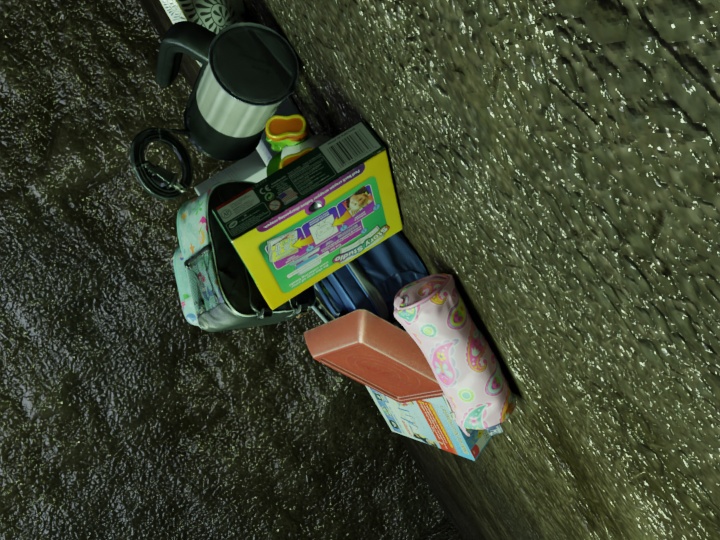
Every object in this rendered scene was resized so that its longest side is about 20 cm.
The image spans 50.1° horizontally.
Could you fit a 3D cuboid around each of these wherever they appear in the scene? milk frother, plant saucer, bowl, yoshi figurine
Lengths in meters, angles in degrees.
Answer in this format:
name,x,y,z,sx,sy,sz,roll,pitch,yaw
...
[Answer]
name,x,y,z,sx,sy,sz,roll,pitch,yaw
milk frother,-0.199,-0.203,1.022,0.188,0.180,0.201,146,134,-64
plant saucer,0.035,0.129,1.061,0.199,0.037,0.200,30,155,-18
bowl,-0.229,-0.392,1.116,0.201,0.094,0.201,57,173,11
yoshi figurine,-0.095,-0.146,1.072,0.112,0.113,0.200,28,177,6

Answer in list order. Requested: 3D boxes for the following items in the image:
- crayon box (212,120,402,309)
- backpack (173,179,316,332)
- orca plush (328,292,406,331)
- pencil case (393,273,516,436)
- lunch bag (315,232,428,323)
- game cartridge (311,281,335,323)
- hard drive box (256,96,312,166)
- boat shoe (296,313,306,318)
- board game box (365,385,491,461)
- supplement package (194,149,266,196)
name,x,y,z,sx,sy,sz,roll,pitch,yaw
crayon box,-0.054,-0.060,0.917,0.058,0.200,0.173,54,172,28
backpack,-0.169,-0.020,1.074,0.150,0.177,0.201,-19,82,39
orca plush,0.031,0.048,1.199,0.200,0.071,0.105,17,-171,-40
pencil case,0.115,0.102,0.932,0.200,0.087,0.087,61,172,-16
lunch bag,0.000,0.000,1.074,0.200,0.132,0.136,55,172,21
game cartridge,-0.046,0.050,1.259,0.200,0.041,0.133,47,-166,24
hard drive box,-0.138,-0.229,1.258,0.200,0.077,0.156,58,173,-7
boat shoe,-0.112,0.045,1.322,0.070,0.070,0.200,49,-162,-2
board game box,0.098,0.208,1.287,0.195,0.056,0.200,9,136,46
supplement package,-0.181,-0.142,1.406,0.118,0.200,0.117,62,172,-28
